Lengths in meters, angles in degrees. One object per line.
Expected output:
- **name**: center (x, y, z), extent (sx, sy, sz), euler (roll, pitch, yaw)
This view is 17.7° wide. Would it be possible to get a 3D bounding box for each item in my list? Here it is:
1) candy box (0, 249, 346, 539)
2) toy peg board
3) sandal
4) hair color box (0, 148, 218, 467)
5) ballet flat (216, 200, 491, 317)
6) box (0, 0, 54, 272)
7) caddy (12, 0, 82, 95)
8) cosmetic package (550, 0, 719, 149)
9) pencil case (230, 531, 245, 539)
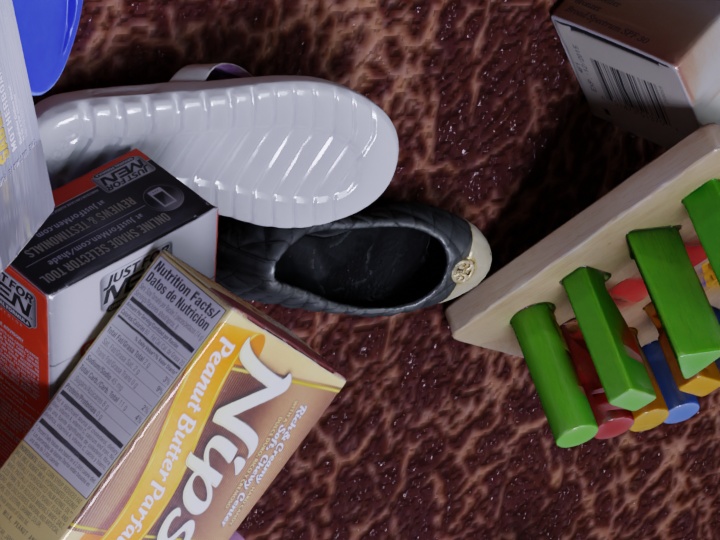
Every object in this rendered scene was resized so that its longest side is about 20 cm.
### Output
- **candy box**: center (-0.105, 0.100, 1.048), extent (0.200, 0.055, 0.115), euler (-54, 149, 0)
- **toy peg board**: center (0.191, 0.031, 1.317), extent (0.200, 0.098, 0.199), euler (-36, 148, 29)
- **sandal**: center (-0.072, -0.068, 1.111), extent (0.202, 0.050, 0.083), euler (3, 126, -31)
- **hair color box**: center (-0.125, 0.053, 1.089), extent (0.101, 0.061, 0.201), euler (-29, 142, -35)
- **ballet flat**: center (0.000, 0.000, 1.215), extent (0.199, 0.057, 0.067), euler (0, 113, -45)
- **box**: center (-0.221, -0.087, 0.847), extent (0.048, 0.199, 0.159), euler (-56, 147, -49)
- **caddy**: center (-0.187, -0.143, 0.922), extent (0.141, 0.104, 0.201), euler (-43, 143, -52)
- **cosmetic package**: center (0.215, -0.166, 1.302), extent (0.200, 0.103, 0.087), euler (-47, 135, -17)
- **pencil case**: center (-0.141, 0.196, 1.169), extent (0.199, 0.087, 0.088), euler (-28, 129, -30)
